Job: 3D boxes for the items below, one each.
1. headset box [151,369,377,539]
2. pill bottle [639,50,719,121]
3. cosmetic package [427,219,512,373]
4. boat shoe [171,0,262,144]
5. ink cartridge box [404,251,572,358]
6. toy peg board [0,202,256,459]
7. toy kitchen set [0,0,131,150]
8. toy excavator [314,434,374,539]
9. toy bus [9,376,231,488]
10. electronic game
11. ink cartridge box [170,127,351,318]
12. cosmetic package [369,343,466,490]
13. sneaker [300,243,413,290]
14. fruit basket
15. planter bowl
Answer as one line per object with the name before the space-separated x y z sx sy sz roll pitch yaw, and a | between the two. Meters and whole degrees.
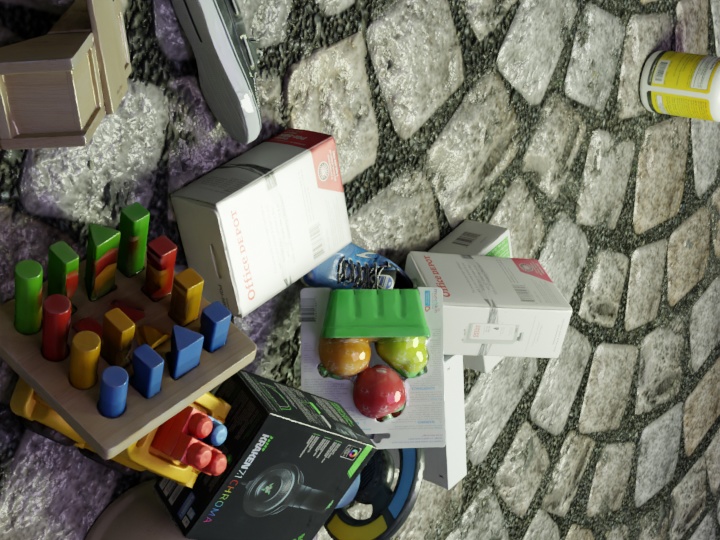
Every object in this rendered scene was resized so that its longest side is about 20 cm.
headset box | -0.103 0.227 1.298 0.199 0.093 0.175 27 102 -45
pill bottle | 0.610 -0.326 2.014 0.112 0.199 0.113 -21 119 -45
cosmetic package | 0.174 0.039 1.706 0.107 0.084 0.201 -39 129 -37
boat shoe | -0.139 -0.237 1.234 0.071 0.072 0.201 -38 128 -31
ink cartridge box | 0.167 0.046 1.549 0.198 0.147 0.083 3 119 -15
toy peg board | -0.232 0.042 1.102 0.200 0.199 0.098 -34 153 -38
toy kitchen set | -0.319 -0.223 1.023 0.200 0.179 0.165 -87 175 -62
toy excavator | -0.067 0.297 1.477 0.100 0.193 0.202 7 69 -51
toy bus | -0.228 0.148 1.170 0.200 0.191 0.137 39 74 -48
electronic game | 0.012 0.270 1.499 0.041 0.199 0.202 25 83 -35
ink cartridge box | -0.112 -0.060 1.322 0.200 0.082 0.148 -35 127 -39
cosmetic package | 0.073 0.190 1.582 0.052 0.150 0.202 -27 123 -42
sneaker | 0.000 0.000 1.475 0.199 0.089 0.079 13 92 -50
fruit basket | 0.015 0.121 1.413 0.183 0.094 0.202 -1 92 -9
planter bowl | -0.213 0.359 1.308 0.199 0.134 0.202 -20 117 -45
